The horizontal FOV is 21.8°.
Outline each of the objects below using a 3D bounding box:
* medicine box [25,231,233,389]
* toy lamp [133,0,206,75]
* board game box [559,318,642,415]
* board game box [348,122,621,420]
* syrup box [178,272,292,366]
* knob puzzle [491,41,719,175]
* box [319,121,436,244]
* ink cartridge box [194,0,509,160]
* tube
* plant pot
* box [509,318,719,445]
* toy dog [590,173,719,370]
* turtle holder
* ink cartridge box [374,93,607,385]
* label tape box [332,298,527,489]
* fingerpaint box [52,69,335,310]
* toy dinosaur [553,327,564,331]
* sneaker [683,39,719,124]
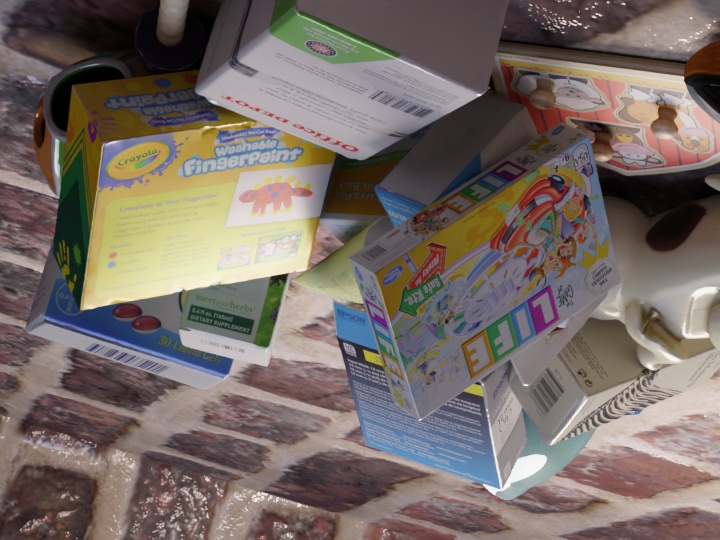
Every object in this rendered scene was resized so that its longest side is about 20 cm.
[{"bbox_3d":[-0.190,-0.015,1.721,0.181,0.202,0.103,19,166,-15],"label":"medicine box"},{"bbox_3d":[-0.135,-0.188,1.354,0.058,0.059,0.200,16,165,-5],"label":"toy lamp"},{"bbox_3d":[0.167,0.048,1.733,0.151,0.037,0.201,-8,120,53],"label":"board game box"},{"bbox_3d":[0.095,0.000,1.353,0.034,0.199,0.135,31,147,49],"label":"board game box"},{"bbox_3d":[-0.091,-0.029,1.588,0.078,0.202,0.081,14,167,1],"label":"syrup box"},{"bbox_3d":[0.191,-0.105,1.394,0.218,0.031,0.220,13,164,4],"label":"knob puzzle"},{"bbox_3d":[0.069,-0.040,1.562,0.112,0.102,0.200,3,155,35],"label":"box"},{"bbox_3d":[-0.010,-0.158,1.295,0.145,0.085,0.200,21,162,-20],"label":"ink cartridge box"},{"bbox_3d":[0.000,0.000,1.515,0.058,0.052,0.200,56,162,2],"label":"tube"},{"bbox_3d":[0.177,0.116,1.910,0.133,0.202,0.200,-24,148,21],"label":"plant pot"},{"bbox_3d":[0.231,0.078,1.616,0.199,0.069,0.082,-17,152,-35],"label":"box"},{"bbox_3d":[0.247,0.001,1.516,0.198,0.140,0.194,7,149,25],"label":"toy dog"},{"bbox_3d":[-0.177,-0.109,1.503,0.184,0.142,0.132,10,162,20],"label":"turtle holder"},{"bbox_3d":[0.104,-0.022,1.426,0.068,0.115,0.201,22,150,46],"label":"ink cartridge box"},{"bbox_3d":[0.062,0.092,1.628,0.142,0.066,0.201,16,142,25],"label":"label tape box"},{"bbox_3d":[-0.127,-0.069,1.434,0.199,0.074,0.168,-11,137,-27],"label":"fingerpaint box"},{"bbox_3d":[0.089,0.022,1.720,0.198,0.183,0.105,-16,152,-4],"label":"toy dinosaur"},{"bbox_3d":[0.296,-0.095,1.265,0.199,0.076,0.092,21,167,-17],"label":"sneaker"}]
